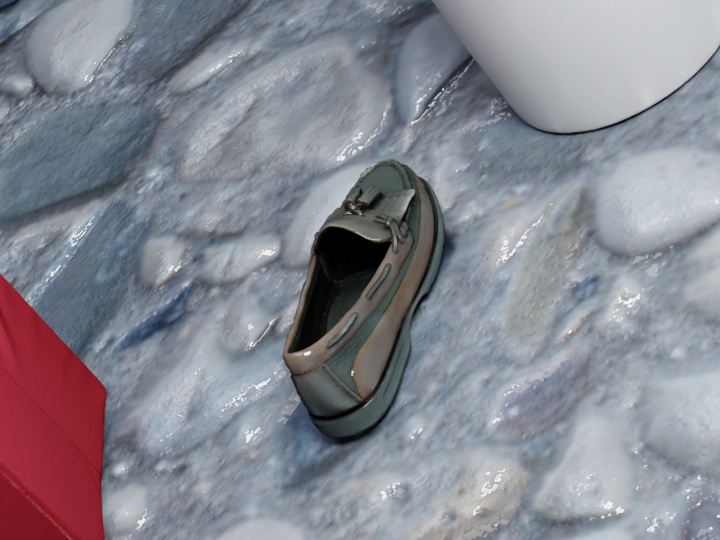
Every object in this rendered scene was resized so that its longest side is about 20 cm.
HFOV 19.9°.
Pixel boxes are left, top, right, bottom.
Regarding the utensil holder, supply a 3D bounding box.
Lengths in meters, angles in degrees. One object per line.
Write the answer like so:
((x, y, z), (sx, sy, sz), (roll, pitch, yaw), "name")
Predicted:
((0.105, -0.202, 1.169), (0.169, 0.200, 0.171), (-26, 34, 19), "utensil holder")

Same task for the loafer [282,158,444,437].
((0.000, 0.000, 1.156), (0.072, 0.063, 0.201), (-19, 38, 28), "loafer")

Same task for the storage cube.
((-0.264, 0.104, 1.185), (0.199, 0.180, 0.171), (-29, 34, 13), "storage cube")
